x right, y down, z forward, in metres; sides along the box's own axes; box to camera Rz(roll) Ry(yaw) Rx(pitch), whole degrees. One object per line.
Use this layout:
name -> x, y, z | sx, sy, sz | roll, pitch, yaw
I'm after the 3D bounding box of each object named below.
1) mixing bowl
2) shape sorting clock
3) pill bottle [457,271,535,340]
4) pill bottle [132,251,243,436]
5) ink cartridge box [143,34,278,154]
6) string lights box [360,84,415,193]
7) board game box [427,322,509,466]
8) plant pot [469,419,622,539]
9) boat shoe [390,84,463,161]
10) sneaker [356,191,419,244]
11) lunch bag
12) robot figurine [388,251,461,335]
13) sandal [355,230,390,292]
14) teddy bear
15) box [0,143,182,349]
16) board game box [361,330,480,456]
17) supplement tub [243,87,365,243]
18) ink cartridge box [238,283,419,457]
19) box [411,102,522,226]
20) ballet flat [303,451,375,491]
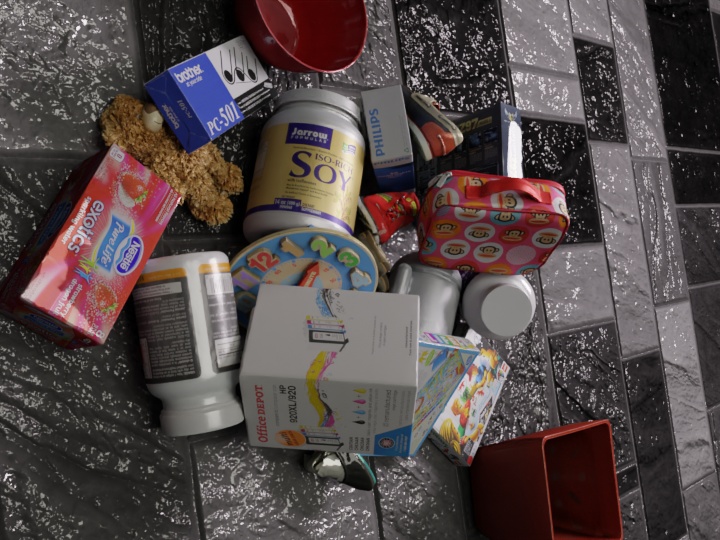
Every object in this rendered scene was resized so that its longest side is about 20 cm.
mixing bowl -> -0.099, -0.356, 1.066 | 0.200, 0.108, 0.200 | 10, 76, -43
shape sorting clock -> -0.075, 0.022, 0.975 | 0.200, 0.200, 0.039 | 34, 30, -34
pill bottle -> 0.207, 0.043, 1.215 | 0.112, 0.200, 0.113 | 0, 98, -3
pill bottle -> -0.197, 0.083, 0.894 | 0.116, 0.116, 0.200 | -7, 88, -44
ink cartridge box -> -0.180, -0.226, 0.967 | 0.094, 0.044, 0.200 | 60, 30, -15
string lights box -> 0.042, -0.181, 1.118 | 0.200, 0.059, 0.103 | 58, 23, -81
board game box -> 0.171, 0.203, 1.273 | 0.126, 0.035, 0.200 | 47, 54, -27
plant pot -> 0.291, 0.355, 1.262 | 0.200, 0.176, 0.200 | -1, 84, -43
boat shoe -> 0.097, -0.238, 1.194 | 0.200, 0.063, 0.071 | -113, 177, -50
sneaker -> 0.042, -0.087, 1.111 | 0.200, 0.085, 0.077 | -63, 134, -75
lunch bag -> 0.185, -0.071, 1.081 | 0.200, 0.176, 0.082 | 6, 57, -7
robot figurine -> 0.090, 0.055, 1.169 | 0.170, 0.113, 0.200 | 47, 52, -53
sandal -> 0.000, 0.000, 1.070 | 0.054, 0.200, 0.080 | -35, 81, -10
teddy bear -> -0.220, -0.140, 0.945 | 0.200, 0.067, 0.145 | 55, 49, -23
box -> -0.293, -0.025, 0.835 | 0.100, 0.095, 0.200 | 39, 58, -32
board game box -> 0.070, 0.179, 1.102 | 0.134, 0.034, 0.200 | 13, 113, -41
supplement tub -> -0.070, -0.124, 1.028 | 0.145, 0.145, 0.200 | 22, 68, -39
ink cartridge box -> -0.034, 0.122, 0.934 | 0.145, 0.200, 0.147 | -84, 177, -46
box -> 0.164, -0.159, 1.216 | 0.051, 0.200, 0.158 | 7, 77, -39
ballet flat -> -0.057, 0.230, 1.041 | 0.068, 0.068, 0.200 | -35, 96, -31
